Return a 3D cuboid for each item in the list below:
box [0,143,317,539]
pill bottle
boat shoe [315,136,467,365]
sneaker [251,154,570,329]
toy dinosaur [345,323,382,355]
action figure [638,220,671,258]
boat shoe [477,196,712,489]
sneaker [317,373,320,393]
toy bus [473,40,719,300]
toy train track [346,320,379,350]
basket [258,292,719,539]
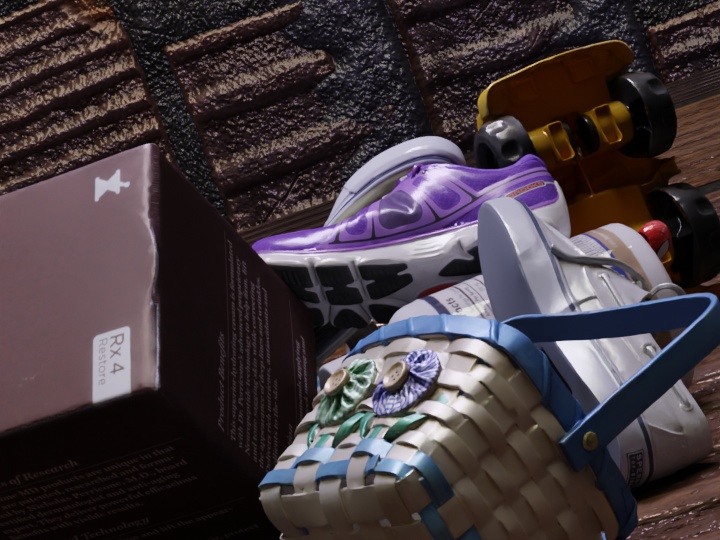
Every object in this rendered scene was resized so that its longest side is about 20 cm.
[{"bbox_3d":[-0.137,0.066,1.409,0.164,0.166,0.200,-18,-38,20],"label":"box"},{"bbox_3d":[0.083,0.057,1.436,0.200,0.111,0.111,-22,7,-13],"label":"pill bottle"},{"bbox_3d":[0.000,0.000,1.575,0.200,0.072,0.062,-48,33,25],"label":"boat shoe"},{"bbox_3d":[0.027,-0.022,1.507,0.199,0.084,0.081,-11,-32,3],"label":"sneaker"},{"bbox_3d":[0.035,0.006,1.849,0.102,0.136,0.200,6,65,41],"label":"toy dinosaur"},{"bbox_3d":[0.138,0.056,1.547,0.200,0.099,0.065,-45,17,-15],"label":"action figure"},{"bbox_3d":[0.134,0.030,1.338,0.086,0.075,0.202,-12,44,-18],"label":"boat shoe"},{"bbox_3d":[-0.009,0.097,1.550,0.200,0.077,0.081,-28,13,-35],"label":"sneaker"},{"bbox_3d":[0.142,-0.038,1.709,0.135,0.201,0.192,-20,-2,-17],"label":"toy bus"},{"bbox_3d":[-0.013,0.097,1.669,0.200,0.033,0.115,-29,-38,7],"label":"toy train track"},{"bbox_3d":[0.066,0.078,1.189,0.200,0.139,0.176,-37,14,-34],"label":"basket"}]
